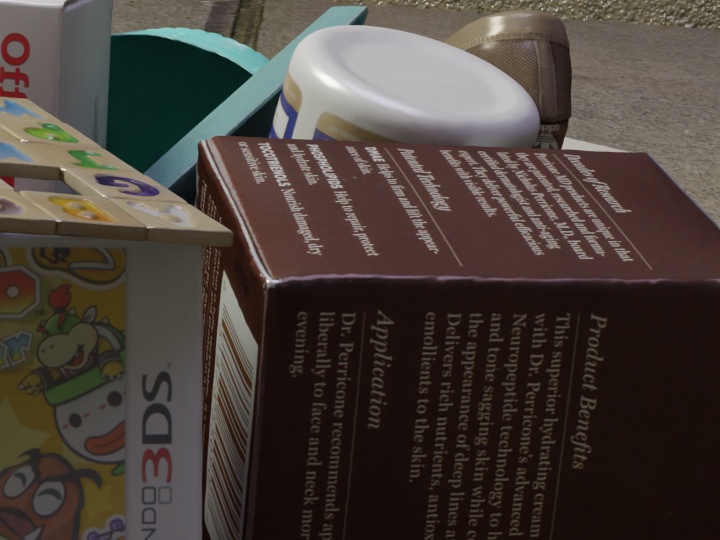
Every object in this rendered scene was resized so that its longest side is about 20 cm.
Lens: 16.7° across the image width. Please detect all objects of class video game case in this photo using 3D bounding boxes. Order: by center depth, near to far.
[{"bbox_3d":[-0.150,0.077,0.808,0.199,0.183,0.023,0,-1,-16],"label":"video game case"}]

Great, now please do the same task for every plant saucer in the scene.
[{"bbox_3d":[-0.062,-0.052,1.108,0.019,0.070,0.200,35,48,12],"label":"plant saucer"}]

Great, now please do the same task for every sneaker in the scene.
[{"bbox_3d":[0.041,-0.057,1.203,0.070,0.076,0.200,4,-21,-21],"label":"sneaker"}]

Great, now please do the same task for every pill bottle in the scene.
[{"bbox_3d":[0.000,0.000,1.114,0.115,0.201,0.116,15,23,-7],"label":"pill bottle"}]

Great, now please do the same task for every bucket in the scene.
[{"bbox_3d":[-0.103,-0.030,1.263,0.206,0.208,0.135,5,11,2],"label":"bucket"}]

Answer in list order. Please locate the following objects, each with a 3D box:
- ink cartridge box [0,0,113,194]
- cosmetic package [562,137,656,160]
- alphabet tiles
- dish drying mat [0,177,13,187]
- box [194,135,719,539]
[{"bbox_3d":[-0.219,-0.061,1.084,0.199,0.147,0.146,4,11,2],"label":"ink cartridge box"},{"bbox_3d":[0.103,0.016,1.224,0.103,0.073,0.200,11,35,-10],"label":"cosmetic package"},{"bbox_3d":[-0.167,-0.042,0.827,0.199,0.008,0.167,4,17,-35],"label":"alphabet tiles"},{"bbox_3d":[-0.142,0.035,0.959,0.018,0.201,0.077,-8,10,16],"label":"dish drying mat"},{"bbox_3d":[0.036,0.050,0.981,0.199,0.167,0.164,1,21,-14],"label":"box"}]
